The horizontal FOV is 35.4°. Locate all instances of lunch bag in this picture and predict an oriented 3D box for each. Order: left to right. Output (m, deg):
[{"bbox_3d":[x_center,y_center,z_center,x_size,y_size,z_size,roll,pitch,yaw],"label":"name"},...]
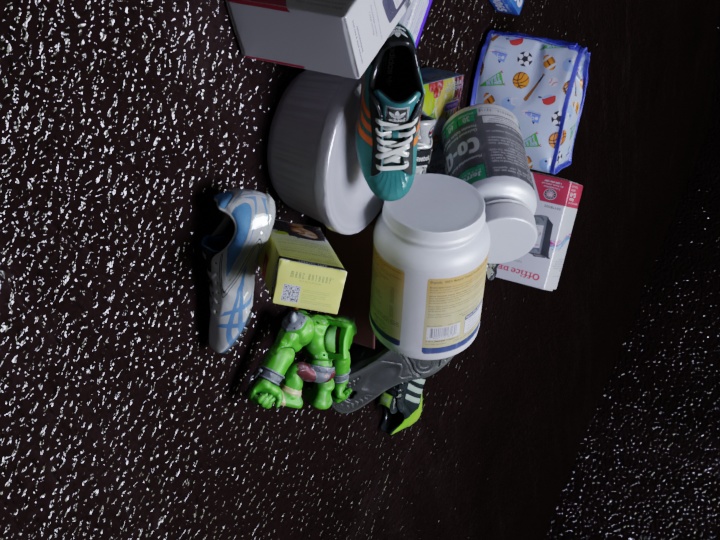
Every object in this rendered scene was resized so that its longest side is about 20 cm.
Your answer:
[{"bbox_3d":[0.270,-0.276,1.815,0.124,0.169,0.201,-34,134,-60],"label":"lunch bag"}]

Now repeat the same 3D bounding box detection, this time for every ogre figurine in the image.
[{"bbox_3d":[-0.060,0.111,1.416,0.199,0.098,0.120,13,97,-39],"label":"ogre figurine"}]

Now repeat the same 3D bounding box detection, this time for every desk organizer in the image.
[{"bbox_3d":[0.000,0.000,1.511,0.072,0.077,0.201,-45,144,-47],"label":"desk organizer"}]

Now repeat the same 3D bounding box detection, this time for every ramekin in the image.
[{"bbox_3d":[-0.030,-0.151,1.330,0.202,0.094,0.203,-44,143,-47],"label":"ramekin"}]

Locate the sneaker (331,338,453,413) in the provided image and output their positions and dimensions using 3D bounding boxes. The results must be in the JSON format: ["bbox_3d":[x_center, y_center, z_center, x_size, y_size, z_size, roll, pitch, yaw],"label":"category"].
[{"bbox_3d":[0.037,0.115,1.573,0.076,0.199,0.114,61,1,-28],"label":"sneaker"}]

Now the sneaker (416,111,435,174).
[{"bbox_3d":[0.059,-0.155,1.434,0.074,0.088,0.201,-39,113,-57],"label":"sneaker"}]

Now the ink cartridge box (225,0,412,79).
[{"bbox_3d":[-0.025,-0.305,1.179,0.200,0.144,0.085,-59,151,-31],"label":"ink cartridge box"}]

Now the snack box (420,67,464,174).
[{"bbox_3d":[0.074,-0.174,1.576,0.169,0.067,0.201,-29,132,-60],"label":"snack box"}]

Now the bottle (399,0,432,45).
[{"bbox_3d":[0.047,-0.336,1.393,0.065,0.083,0.201,28,80,-58],"label":"bottle"}]

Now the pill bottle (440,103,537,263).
[{"bbox_3d":[0.173,-0.116,1.509,0.113,0.113,0.201,72,9,-52],"label":"pill bottle"}]

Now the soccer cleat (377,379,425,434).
[{"bbox_3d":[0.065,0.176,1.787,0.081,0.067,0.201,-34,136,-38],"label":"soccer cleat"}]

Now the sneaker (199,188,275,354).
[{"bbox_3d":[-0.145,0.001,1.226,0.072,0.072,0.201,-110,-149,-57],"label":"sneaker"}]

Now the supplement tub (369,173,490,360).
[{"bbox_3d":[0.085,-0.004,1.403,0.144,0.144,0.201,-49,151,-44],"label":"supplement tub"}]

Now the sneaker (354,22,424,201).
[{"bbox_3d":[0.031,-0.165,1.219,0.080,0.071,0.201,-108,-165,-69],"label":"sneaker"}]

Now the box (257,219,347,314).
[{"bbox_3d":[-0.069,-0.010,1.229,0.200,0.075,0.050,-125,-133,-70],"label":"box"}]

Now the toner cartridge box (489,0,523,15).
[{"bbox_3d":[0.214,-0.475,1.725,0.200,0.043,0.095,26,80,-66],"label":"toner cartridge box"}]

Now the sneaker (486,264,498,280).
[{"bbox_3d":[0.202,-0.039,1.930,0.200,0.075,0.114,-9,110,-67],"label":"sneaker"}]

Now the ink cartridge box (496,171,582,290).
[{"bbox_3d":[0.301,-0.077,2.040,0.086,0.147,0.201,5,99,-66],"label":"ink cartridge box"}]
